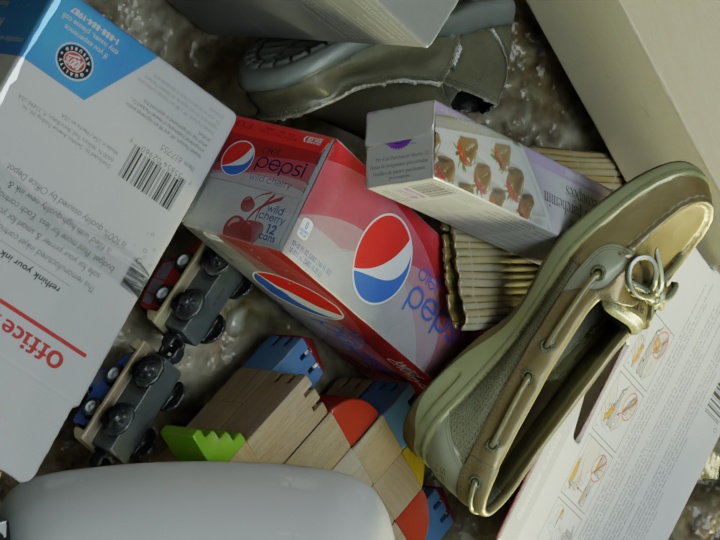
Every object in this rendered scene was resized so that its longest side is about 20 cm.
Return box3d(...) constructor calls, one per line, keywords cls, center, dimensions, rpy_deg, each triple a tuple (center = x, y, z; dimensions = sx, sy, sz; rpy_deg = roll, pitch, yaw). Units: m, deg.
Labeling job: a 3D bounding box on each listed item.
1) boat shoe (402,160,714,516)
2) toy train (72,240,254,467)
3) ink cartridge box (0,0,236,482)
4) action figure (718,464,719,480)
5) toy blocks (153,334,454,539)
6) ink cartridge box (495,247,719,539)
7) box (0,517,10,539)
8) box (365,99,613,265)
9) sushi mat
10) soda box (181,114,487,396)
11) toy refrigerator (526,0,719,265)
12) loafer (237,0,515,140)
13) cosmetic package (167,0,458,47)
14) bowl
box3d(cls="boat shoe", center=(0.109, 0.033, 1.364), dimensions=(0.201, 0.063, 0.073), rpy_deg=(-44, 148, -1))
box3d(cls="toy train", center=(-0.085, 0.012, 1.363), dimensions=(0.200, 0.046, 0.034), rpy_deg=(-59, 141, -16))
box3d(cls="ink cartridge box", center=(-0.159, -0.018, 1.267), dimensions=(0.116, 0.068, 0.200), rpy_deg=(36, 76, -31))
box3d(cls="action figure", center=(0.266, 0.107, 1.575), dimensions=(0.119, 0.102, 0.200), rpy_deg=(-16, 95, -24))
box3d(cls="toy blocks", center=(-0.015, 0.112, 1.401), dimensions=(0.137, 0.100, 0.200), rpy_deg=(-48, 123, -31))
box3d(cls="ink cartridge box", center=(0.135, 0.080, 1.481), dimensions=(0.200, 0.045, 0.176), rpy_deg=(-62, 144, -11))
box3d(cls="box", center=(-0.257, 0.204, 1.249), dimensions=(0.200, 0.086, 0.164), rpy_deg=(-13, 103, -32))
box3d(cls="box", center=(0.069, -0.038, 1.346), dimensions=(0.200, 0.041, 0.039), rpy_deg=(21, 67, -55))
box3d(cls="sushi mat", center=(0.094, -0.018, 1.437), dimensions=(0.200, 0.012, 0.096), rpy_deg=(-1, 87, -59))
box3d(cls="soda box", center=(0.000, 0.000, 1.367), dimensions=(0.200, 0.070, 0.063), rpy_deg=(41, 70, -50))
box3d(cls="toy refrigerator", center=(0.166, -0.103, 1.494), dimensions=(0.076, 0.070, 0.200), rpy_deg=(-49, 118, -34))
box3d(cls="loafer", center=(0.017, -0.095, 1.371), dimensions=(0.200, 0.075, 0.070), rpy_deg=(-17, 102, -49))
box3d(cls="cosmetic package", center=(-0.037, -0.167, 1.280), dimensions=(0.107, 0.200, 0.090), rpy_deg=(40, 76, -33))
box3d(cls="bowl", center=(-0.078, 0.194, 1.306), dimensions=(0.199, 0.075, 0.200), rpy_deg=(-1, 109, 0))
